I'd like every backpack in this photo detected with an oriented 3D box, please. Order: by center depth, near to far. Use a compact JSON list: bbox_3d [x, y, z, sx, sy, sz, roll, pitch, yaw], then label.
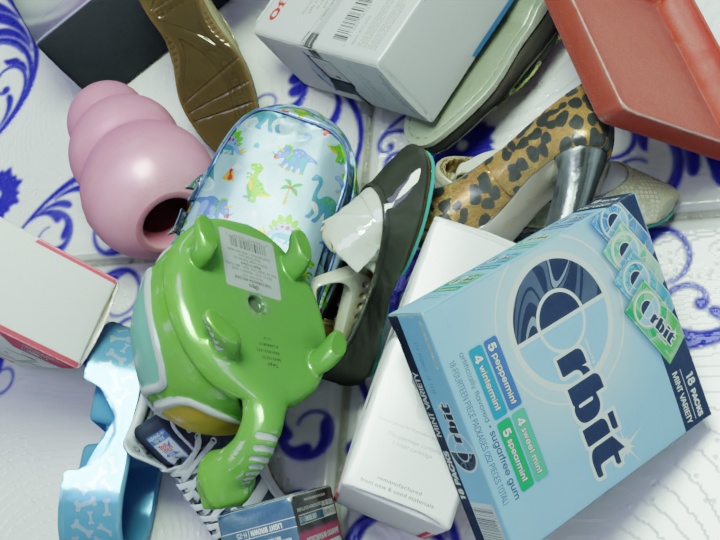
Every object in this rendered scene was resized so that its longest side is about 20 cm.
[{"bbox_3d":[-0.073,-0.037,0.991,0.161,0.155,0.202,20,62,12],"label":"backpack"}]

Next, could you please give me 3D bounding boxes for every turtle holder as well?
[{"bbox_3d":[-0.092,0.063,0.854,0.131,0.140,0.187,-38,79,35],"label":"turtle holder"}]

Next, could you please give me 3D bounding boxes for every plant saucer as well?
[{"bbox_3d":[0.215,-0.170,0.911,0.037,0.198,0.202,-41,53,37],"label":"plant saucer"}]

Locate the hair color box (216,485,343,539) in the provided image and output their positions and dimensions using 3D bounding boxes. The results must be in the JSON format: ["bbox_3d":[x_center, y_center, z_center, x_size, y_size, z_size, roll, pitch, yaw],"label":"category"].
[{"bbox_3d":[-0.036,0.259,0.829,0.060,0.100,0.203,-16,81,13],"label":"hair color box"}]

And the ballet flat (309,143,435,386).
[{"bbox_3d":[0.000,0.000,0.895,0.068,0.067,0.203,46,127,54],"label":"ballet flat"}]

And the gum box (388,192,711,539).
[{"bbox_3d":[0.134,0.065,0.799,0.198,0.172,0.044,-27,10,-30],"label":"gum box"}]

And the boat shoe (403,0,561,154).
[{"bbox_3d":[0.116,-0.174,1.011,0.071,0.061,0.202,34,85,41],"label":"boat shoe"}]

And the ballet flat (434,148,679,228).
[{"bbox_3d":[0.149,-0.066,0.940,0.197,0.063,0.068,-1,39,22],"label":"ballet flat"}]

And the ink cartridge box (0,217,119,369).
[{"bbox_3d":[-0.308,0.018,1.006,0.199,0.145,0.084,-8,56,61],"label":"ink cartridge box"}]

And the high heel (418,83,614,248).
[{"bbox_3d":[0.100,-0.080,0.919,0.198,0.071,0.145,10,79,39],"label":"high heel"}]

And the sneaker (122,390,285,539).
[{"bbox_3d":[-0.116,0.166,0.918,0.070,0.108,0.202,-34,61,28],"label":"sneaker"}]

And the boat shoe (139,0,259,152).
[{"bbox_3d":[-0.142,-0.202,1.094,0.070,0.065,0.203,-20,101,11],"label":"boat shoe"}]

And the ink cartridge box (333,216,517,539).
[{"bbox_3d":[0.052,0.082,0.867,0.084,0.146,0.203,21,74,2],"label":"ink cartridge box"}]

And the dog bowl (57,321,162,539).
[{"bbox_3d":[-0.195,0.143,0.977,0.049,0.112,0.203,4,68,9],"label":"dog bowl"}]

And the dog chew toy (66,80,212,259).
[{"bbox_3d":[-0.210,-0.102,1.087,0.124,0.125,0.201,-39,50,2],"label":"dog chew toy"}]

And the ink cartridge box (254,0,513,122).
[{"bbox_3d":[0.019,-0.226,1.025,0.147,0.086,0.199,-55,37,-7],"label":"ink cartridge box"}]

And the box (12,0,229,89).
[{"bbox_3d":[-0.253,-0.318,1.194,0.199,0.123,0.199,-37,60,4],"label":"box"}]
